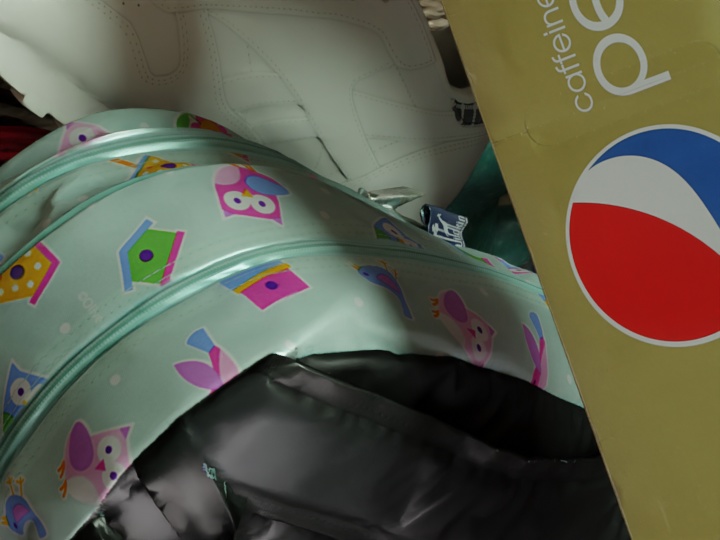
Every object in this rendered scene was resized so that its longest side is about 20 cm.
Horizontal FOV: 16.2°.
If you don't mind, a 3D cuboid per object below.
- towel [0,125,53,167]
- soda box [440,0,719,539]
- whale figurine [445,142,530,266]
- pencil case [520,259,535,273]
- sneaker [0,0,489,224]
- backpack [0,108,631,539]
[{"bbox_3d":[-0.147,-0.016,0.697,0.144,0.023,0.200,-9,-179,-8],"label":"towel"},{"bbox_3d":[0.065,-0.041,0.541,0.064,0.201,0.068,-20,179,24],"label":"soda box"},{"bbox_3d":[0.000,0.000,0.822,0.159,0.104,0.200,-1,158,-35],"label":"whale figurine"},{"bbox_3d":[0.025,0.084,0.917,0.200,0.083,0.091,-53,178,-13],"label":"pencil case"},{"bbox_3d":[-0.037,-0.063,0.658,0.081,0.076,0.200,-51,142,13],"label":"sneaker"},{"bbox_3d":[-0.023,0.049,0.622,0.167,0.127,0.200,-53,144,9],"label":"backpack"}]
